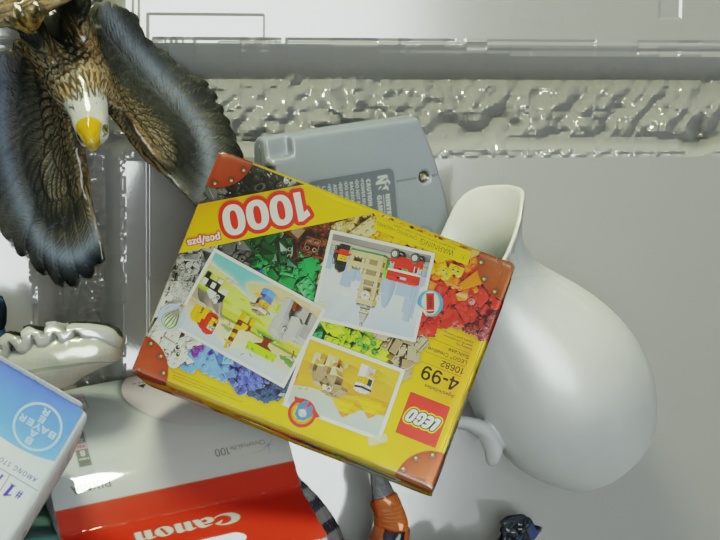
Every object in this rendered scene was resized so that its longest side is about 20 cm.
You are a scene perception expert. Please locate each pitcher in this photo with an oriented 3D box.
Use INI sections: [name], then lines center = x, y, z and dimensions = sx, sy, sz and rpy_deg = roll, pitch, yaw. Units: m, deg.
[pitcher]
center = 0.100, 0.070, 1.488
dimensions = 0.172, 0.121, 0.200
rpy_deg = -46, 117, -14

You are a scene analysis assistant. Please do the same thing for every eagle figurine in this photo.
[eagle figurine]
center = -0.174, -0.108, 1.416
dimensions = 0.150, 0.152, 0.201
rpy_deg = 6, 137, 22

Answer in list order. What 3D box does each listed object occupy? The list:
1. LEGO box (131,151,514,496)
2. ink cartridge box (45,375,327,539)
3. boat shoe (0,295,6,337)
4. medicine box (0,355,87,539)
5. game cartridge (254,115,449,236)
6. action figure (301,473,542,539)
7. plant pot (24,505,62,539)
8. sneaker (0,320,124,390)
[LEGO box]
center = -0.021, 0.034, 1.382
dimensions = 0.198, 0.077, 0.150
rpy_deg = 20, 82, 5
[ink cartridge box]
center = -0.122, 0.123, 1.411
dimensions = 0.161, 0.200, 0.058
rpy_deg = -11, 109, -13
[boat shoe]
center = -0.324, 0.013, 1.408
dimensions = 0.198, 0.084, 0.069
rpy_deg = 3, 93, -17
[medicine box]
center = -0.289, 0.133, 1.298
dimensions = 0.181, 0.103, 0.201
rpy_deg = 30, 66, -2
[game cartridge]
center = 0.000, 0.000, 1.500
dimensions = 0.132, 0.040, 0.202
rpy_deg = -8, 101, -20
[action figure]
center = 0.028, 0.213, 1.534
dimensions = 0.200, 0.104, 0.195
rpy_deg = -39, 113, -35
[plant pot]
center = -0.245, 0.227, 1.430
dimensions = 0.198, 0.141, 0.143
rpy_deg = -14, 100, -17
[sneaker]
center = -0.237, 0.087, 1.418
dimensions = 0.198, 0.075, 0.082
rpy_deg = -21, 82, 11
